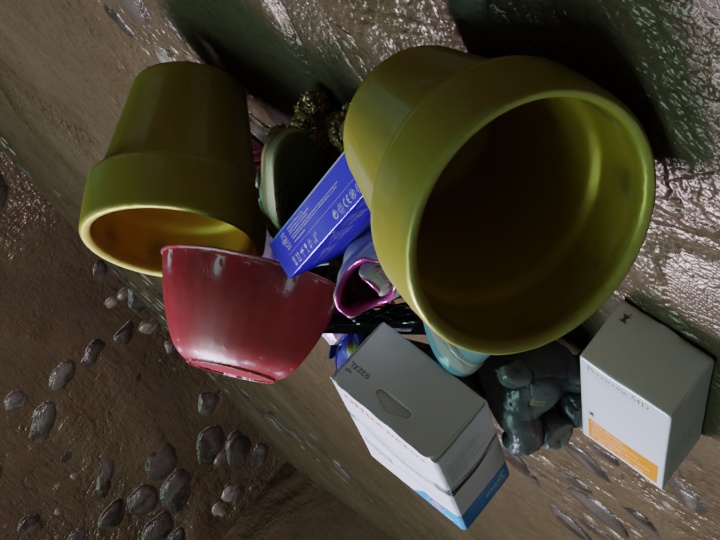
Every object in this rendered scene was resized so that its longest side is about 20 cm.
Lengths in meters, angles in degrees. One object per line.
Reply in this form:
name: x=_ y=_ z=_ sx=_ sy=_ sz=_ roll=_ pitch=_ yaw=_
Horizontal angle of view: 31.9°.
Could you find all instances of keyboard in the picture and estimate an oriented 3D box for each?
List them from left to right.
keyboard: x=0.043 y=0.050 z=1.473 sx=0.197 sy=0.040 sz=0.104 roll=0 pitch=168 yaw=-5

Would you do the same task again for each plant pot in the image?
plant pot: x=-0.196 y=-0.115 z=1.383 sx=0.197 sy=0.192 sz=0.201 roll=3 pitch=159 yaw=1
plant pot: x=0.080 y=-0.071 z=0.917 sx=0.201 sy=0.200 sz=0.189 roll=53 pitch=176 yaw=-38

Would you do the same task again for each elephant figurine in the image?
elephant figurine: x=0.150 y=0.092 z=1.330 sx=0.200 sy=0.140 sz=0.157 roll=49 pitch=146 yaw=45

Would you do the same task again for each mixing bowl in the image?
mixing bowl: x=-0.123 y=0.053 z=1.308 sx=0.197 sy=0.110 sz=0.200 roll=12 pitch=168 yaw=3

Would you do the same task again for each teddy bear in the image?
teddy bear: x=-0.020 y=-0.120 z=1.281 sx=0.144 sy=0.067 sz=0.200 roll=39 pitch=157 yaw=-6

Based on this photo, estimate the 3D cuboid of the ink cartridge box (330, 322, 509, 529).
ink cartridge box: x=0.066 y=0.163 z=1.295 sx=0.145 sy=0.084 sz=0.201 roll=36 pitch=164 yaw=28

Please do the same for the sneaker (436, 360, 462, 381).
sneaker: x=0.131 y=0.124 z=1.449 sx=0.078 sy=0.071 sz=0.200 roll=39 pitch=-161 yaw=14

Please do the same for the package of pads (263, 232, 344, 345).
package of pads: x=-0.062 y=-0.019 z=1.539 sx=0.200 sy=0.121 sz=0.076 roll=45 pitch=176 yaw=-10

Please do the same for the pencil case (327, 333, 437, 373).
pencil case: x=0.059 y=0.131 z=1.570 sx=0.198 sy=0.087 sz=0.078 roll=14 pitch=-148 yaw=-25

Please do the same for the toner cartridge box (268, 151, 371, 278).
toner cartridge box: x=-0.005 y=-0.067 z=1.170 sx=0.043 sy=0.094 sz=0.200 roll=56 pitch=144 yaw=8

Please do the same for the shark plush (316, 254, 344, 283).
shark plush: x=-0.013 y=0.008 z=1.347 sx=0.090 sy=0.085 sz=0.199 roll=10 pitch=157 yaw=-38

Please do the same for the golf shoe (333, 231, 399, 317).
golf shoe: x=0.050 y=-0.018 z=1.166 sx=0.075 sy=0.092 sz=0.199 roll=46 pitch=126 yaw=-8

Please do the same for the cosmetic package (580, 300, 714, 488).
cosmetic package: x=0.267 y=0.122 z=1.190 sx=0.101 sy=0.071 sz=0.201 roll=35 pitch=163 yaw=25

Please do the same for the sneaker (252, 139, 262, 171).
sneaker: x=-0.127 y=-0.079 z=1.607 sx=0.202 sy=0.073 sz=0.087 roll=67 pitch=166 yaw=-21

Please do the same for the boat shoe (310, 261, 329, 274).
boat shoe: x=0.000 y=0.000 z=1.444 sx=0.197 sy=0.062 sz=0.073 roll=11 pitch=153 yaw=17

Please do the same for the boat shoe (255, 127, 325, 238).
boat shoe: x=-0.074 y=-0.076 z=1.261 sx=0.063 sy=0.073 sz=0.201 roll=36 pitch=161 yaw=25

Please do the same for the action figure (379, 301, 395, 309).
action figure: x=-0.035 y=-0.007 z=1.652 sx=0.199 sy=0.052 sz=0.065 roll=40 pitch=170 yaw=9

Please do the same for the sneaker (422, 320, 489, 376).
sneaker: x=0.111 y=-0.012 z=1.231 sx=0.079 sy=0.130 sz=0.202 roll=12 pitch=-130 yaw=-49
